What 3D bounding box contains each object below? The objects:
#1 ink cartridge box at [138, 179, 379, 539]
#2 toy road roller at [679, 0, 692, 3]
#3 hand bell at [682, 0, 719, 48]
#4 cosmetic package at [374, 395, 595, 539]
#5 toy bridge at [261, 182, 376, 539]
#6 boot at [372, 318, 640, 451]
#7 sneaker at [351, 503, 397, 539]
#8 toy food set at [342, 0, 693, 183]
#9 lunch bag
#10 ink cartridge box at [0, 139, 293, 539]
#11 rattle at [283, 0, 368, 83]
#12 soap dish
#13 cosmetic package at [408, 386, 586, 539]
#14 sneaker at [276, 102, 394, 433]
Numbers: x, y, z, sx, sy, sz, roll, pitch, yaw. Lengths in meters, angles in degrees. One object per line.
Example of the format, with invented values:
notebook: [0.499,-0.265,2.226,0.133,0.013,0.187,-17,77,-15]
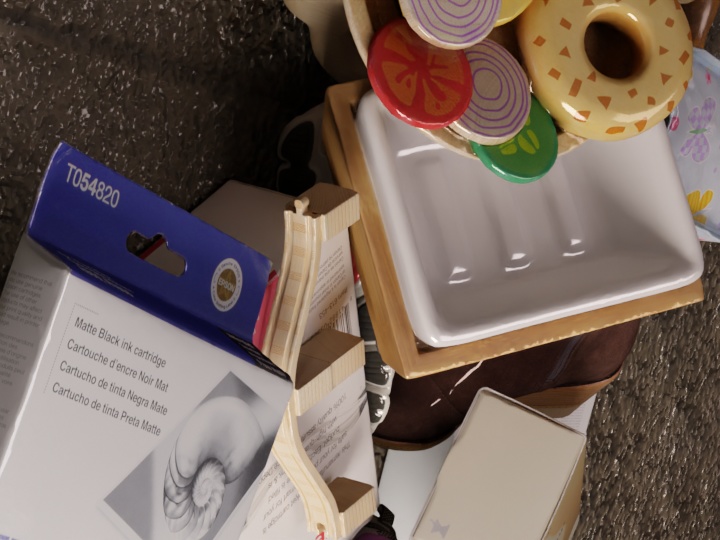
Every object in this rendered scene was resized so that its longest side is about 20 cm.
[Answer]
ink cartridge box: [-0.067,0.078,1.323,0.145,0.084,0.201,-43,137,-42]
toy road roller: [0.182,-0.278,1.545,0.146,0.122,0.201,52,55,-40]
hand bell: [0.233,-0.145,1.746,0.104,0.103,0.202,31,65,-59]
cosmetic package: [0.086,0.119,1.636,0.200,0.051,0.152,8,95,-60]
toy bridge: [-0.025,0.053,1.270,0.067,0.027,0.201,-36,132,-45]
boot: [0.081,0.030,1.455,0.199,0.073,0.167,-3,142,-27]
sneaker: [-0.044,0.217,1.440,0.200,0.140,0.078,-41,107,10]
toy food set: [0.075,-0.148,1.268,0.197,0.049,0.201,-20,95,-30]
lunch bag: [0.160,-0.087,1.545,0.200,0.169,0.128,23,81,-57]
ink cartridge box: [-0.106,0.065,1.135,0.199,0.040,0.201,29,77,-57]
rattle: [0.013,-0.185,1.352,0.199,0.130,0.144,29,66,-33]
soap dish: [0.079,-0.036,1.329,0.199,0.081,0.159,-13,84,-29]
cosmetic package: [0.083,0.155,1.469,0.106,0.071,0.200,-63,169,-15]
sneaker: [0.000,0.000,1.404,0.083,0.080,0.202,-23,121,-61]
